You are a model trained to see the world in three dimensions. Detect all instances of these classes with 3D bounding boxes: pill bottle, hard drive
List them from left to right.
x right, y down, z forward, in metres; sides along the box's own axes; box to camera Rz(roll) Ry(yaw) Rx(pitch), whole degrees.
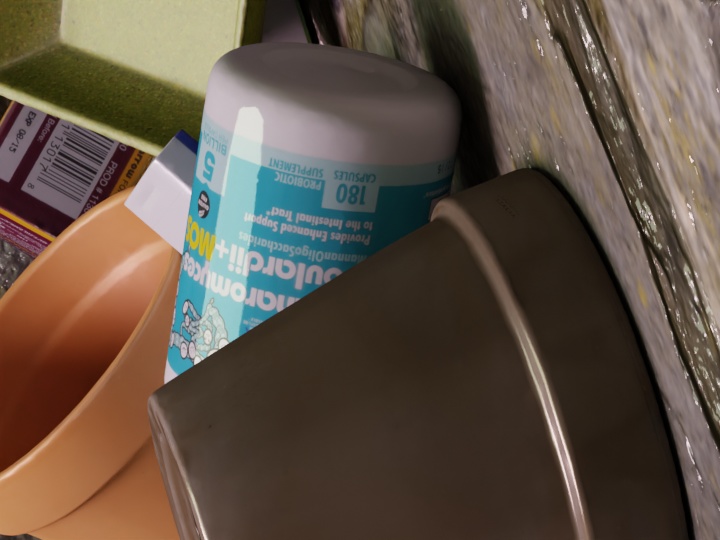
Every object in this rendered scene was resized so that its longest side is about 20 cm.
[{"bbox_3d":[-0.024,0.009,1.279,0.111,0.111,0.200,-127,44,-66],"label":"pill bottle"},{"bbox_3d":[-0.023,0.016,1.404,0.200,0.025,0.132,41,168,-3],"label":"hard drive"}]

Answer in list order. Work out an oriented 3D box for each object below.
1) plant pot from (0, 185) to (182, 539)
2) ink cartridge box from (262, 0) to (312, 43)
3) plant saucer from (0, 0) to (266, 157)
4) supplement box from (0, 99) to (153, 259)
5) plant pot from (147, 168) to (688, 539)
[{"bbox_3d":[-0.111,0.074,1.545,0.140,0.200,0.200,39,-175,-23],"label":"plant pot"},{"bbox_3d":[-0.066,-0.096,1.676,0.200,0.067,0.117,173,80,-81],"label":"ink cartridge box"},{"bbox_3d":[-0.112,-0.170,1.548,0.200,0.048,0.200,22,112,39],"label":"plant saucer"},{"bbox_3d":[-0.173,-0.066,1.735,0.086,0.110,0.200,30,173,-5],"label":"supplement box"},{"bbox_3d":[0.015,0.078,1.161,0.200,0.173,0.200,164,90,-80],"label":"plant pot"}]
